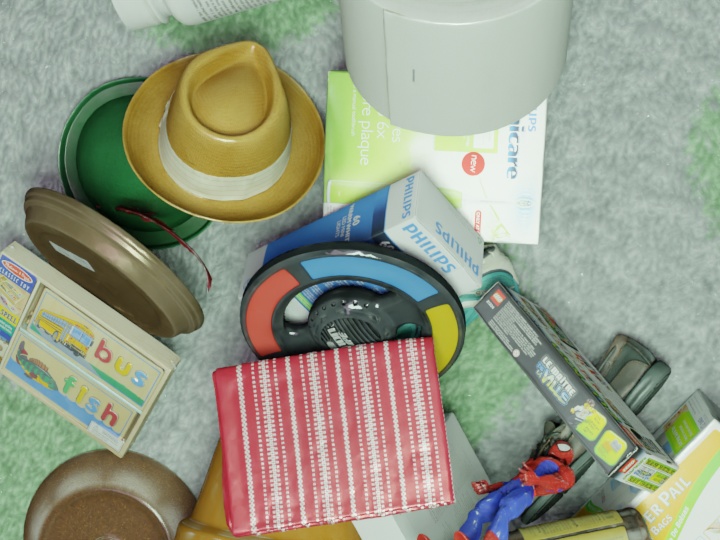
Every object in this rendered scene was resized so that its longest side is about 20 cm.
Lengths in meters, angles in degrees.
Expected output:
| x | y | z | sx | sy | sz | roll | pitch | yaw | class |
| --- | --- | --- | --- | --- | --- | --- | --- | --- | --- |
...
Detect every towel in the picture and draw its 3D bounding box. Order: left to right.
| x | y | z | sx | sy | sz | roll | pitch | yaw | class |
| --- | --- | --- | --- | --- | --- | --- | --- | --- | --- |
| -0.025 | 0.140 | 1.046 | 0.197 | 0.022 | 0.147 | -9 | 79 | 4 | towel |

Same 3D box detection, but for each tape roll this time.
| x | y | z | sx | sy | sz | roll | pitch | yaw | class |
| --- | --- | --- | --- | --- | --- | --- | --- | --- | --- |
| 0.080 | -0.235 | 1.034 | 0.199 | 0.140 | 0.205 | -2 | 58 | 3 | tape roll |

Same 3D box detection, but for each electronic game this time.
| x | y | z | sx | sy | sz | roll | pitch | yaw | class |
| --- | --- | --- | --- | --- | --- | --- | --- | --- | --- |
| -0.007 | 0.048 | 1.071 | 0.197 | 0.042 | 0.201 | 4 | 138 | 3 | electronic game |

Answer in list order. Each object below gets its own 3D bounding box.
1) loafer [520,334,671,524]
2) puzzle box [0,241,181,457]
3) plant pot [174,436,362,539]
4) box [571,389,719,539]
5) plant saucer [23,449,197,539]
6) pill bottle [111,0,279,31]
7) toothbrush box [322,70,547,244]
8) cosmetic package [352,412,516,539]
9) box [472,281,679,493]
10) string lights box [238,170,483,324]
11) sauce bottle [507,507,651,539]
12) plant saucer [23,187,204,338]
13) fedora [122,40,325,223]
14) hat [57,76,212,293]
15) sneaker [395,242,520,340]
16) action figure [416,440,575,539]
| x | y | z | sx | sy | sz | roll | pitch | yaw | class |
| --- | --- | --- | --- | --- | --- | --- | --- | --- | --- |
| 0.206 | 0.149 | 1.164 | 0.063 | 0.072 | 0.200 | 44 | 94 | 19 | loafer |
| -0.283 | 0.079 | 1.200 | 0.199 | 0.025 | 0.134 | 34 | 121 | 1 | puzzle box |
| -0.065 | 0.207 | 1.144 | 0.197 | 0.200 | 0.186 | 8 | 83 | 5 | plant pot |
| 0.283 | 0.227 | 1.135 | 0.101 | 0.113 | 0.200 | 42 | 101 | 0 | box |
| -0.251 | 0.283 | 1.243 | 0.197 | 0.037 | 0.204 | 1 | 97 | 6 | plant saucer |
| -0.126 | -0.287 | 1.109 | 0.197 | 0.113 | 0.115 | -14 | 96 | 8 | pill bottle |
| 0.068 | -0.106 | 1.127 | 0.197 | 0.086 | 0.148 | 4 | 99 | 5 | toothbrush box |
| 0.083 | 0.257 | 1.132 | 0.051 | 0.151 | 0.202 | -22 | 101 | 34 | cosmetic package |
| 0.188 | 0.101 | 1.082 | 0.035 | 0.110 | 0.201 | -45 | 55 | 12 | box |
| 0.000 | 0.000 | 1.095 | 0.198 | 0.059 | 0.103 | -24 | 129 | 30 | string lights box |
| 0.146 | 0.248 | 1.046 | 0.197 | 0.065 | 0.066 | -9 | 97 | -5 | sauce bottle |
| -0.230 | -0.001 | 1.125 | 0.199 | 0.200 | 0.030 | 35 | 71 | 1 | plant saucer |
| -0.115 | -0.139 | 1.093 | 0.199 | 0.202 | 0.082 | 25 | 142 | 2 | fedora |
| -0.206 | -0.088 | 1.113 | 0.197 | 0.176 | 0.168 | 7 | 100 | 5 | hat |
| 0.059 | 0.051 | 1.159 | 0.198 | 0.078 | 0.080 | -29 | 106 | 11 | sneaker |
| 0.128 | 0.192 | 1.053 | 0.065 | 0.199 | 0.052 | -22 | 90 | 42 | action figure |
